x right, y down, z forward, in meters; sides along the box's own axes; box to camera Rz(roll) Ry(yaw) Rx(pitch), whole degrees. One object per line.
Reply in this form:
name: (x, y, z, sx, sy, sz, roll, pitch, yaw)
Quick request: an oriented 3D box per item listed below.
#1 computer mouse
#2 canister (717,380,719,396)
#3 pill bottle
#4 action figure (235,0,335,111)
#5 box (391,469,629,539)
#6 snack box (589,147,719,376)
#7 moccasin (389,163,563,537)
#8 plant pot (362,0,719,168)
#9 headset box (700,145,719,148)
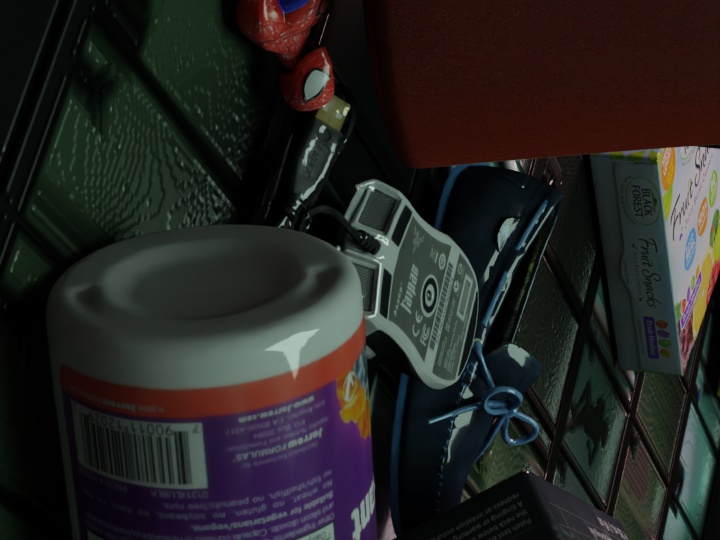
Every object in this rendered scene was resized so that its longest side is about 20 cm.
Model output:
computer mouse: (0.000, 0.000, 0.889, 0.200, 0.044, 0.110, 46, 53, -57)
canister: (0.373, 0.021, 1.707, 0.148, 0.086, 0.201, 15, 84, -66)
pill bottle: (-0.049, 0.094, 0.707, 0.111, 0.111, 0.201, -44, 136, -57)
action figure: (-0.027, -0.160, 0.775, 0.065, 0.051, 0.201, -49, 142, -61)
box: (0.099, 0.224, 0.969, 0.197, 0.124, 0.200, 66, 13, 21)
snack box: (0.212, -0.046, 1.362, 0.143, 0.053, 0.201, -63, 150, -41)
moccasin: (0.060, 0.043, 0.996, 0.080, 0.068, 0.201, 32, 68, -76)
plant pot: (0.088, -0.175, 0.796, 0.176, 0.199, 0.201, 50, 40, -62)
headset box: (0.147, -0.135, 1.029, 0.200, 0.173, 0.093, 28, 71, -64)
